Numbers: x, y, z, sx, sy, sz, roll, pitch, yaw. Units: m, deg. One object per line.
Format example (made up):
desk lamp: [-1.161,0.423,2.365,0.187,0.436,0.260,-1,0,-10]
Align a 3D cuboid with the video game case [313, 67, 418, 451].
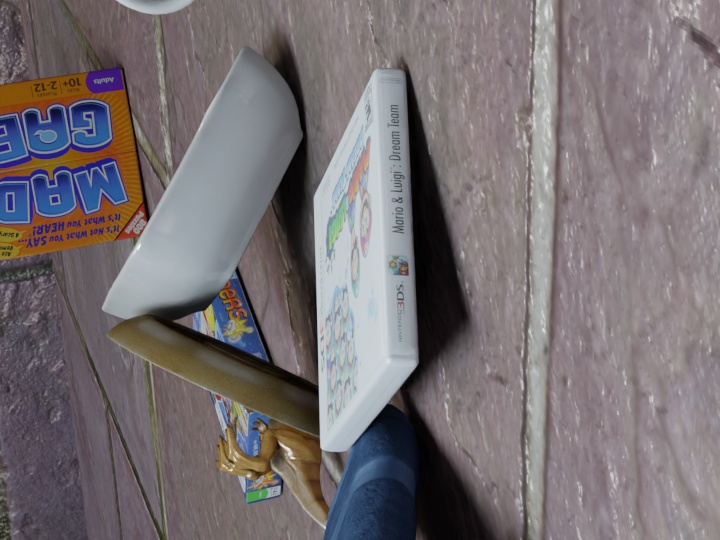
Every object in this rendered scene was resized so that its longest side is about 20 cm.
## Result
video game case: [0.000,0.000,1.041,0.200,0.024,0.183,122,149,-66]

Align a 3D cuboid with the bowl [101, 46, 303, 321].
bowl: [-0.112,-0.051,1.257,0.201,0.074,0.200,-65,7,-19]

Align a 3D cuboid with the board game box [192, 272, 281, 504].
board game box: [-0.115,0.094,1.542,0.136,0.034,0.201,96,157,-47]

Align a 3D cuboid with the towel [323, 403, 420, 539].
towel: [0.006,0.173,1.036,0.200,0.048,0.112,-80,8,-65]

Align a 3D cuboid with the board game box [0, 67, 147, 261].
board game box: [-0.382,-0.123,2.025,0.200,0.199,0.201,180,80,-74]

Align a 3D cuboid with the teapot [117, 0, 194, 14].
teapot: [-0.136,-0.314,1.162,0.198,0.145,0.201,116,140,-64]

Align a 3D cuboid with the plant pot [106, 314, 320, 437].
plant pot: [-0.088,0.075,1.220,0.028,0.199,0.200,-65,18,-2]

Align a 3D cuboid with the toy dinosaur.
toy dinosaur: [-0.053,0.145,1.285,0.201,0.105,0.061,-108,23,-46]
